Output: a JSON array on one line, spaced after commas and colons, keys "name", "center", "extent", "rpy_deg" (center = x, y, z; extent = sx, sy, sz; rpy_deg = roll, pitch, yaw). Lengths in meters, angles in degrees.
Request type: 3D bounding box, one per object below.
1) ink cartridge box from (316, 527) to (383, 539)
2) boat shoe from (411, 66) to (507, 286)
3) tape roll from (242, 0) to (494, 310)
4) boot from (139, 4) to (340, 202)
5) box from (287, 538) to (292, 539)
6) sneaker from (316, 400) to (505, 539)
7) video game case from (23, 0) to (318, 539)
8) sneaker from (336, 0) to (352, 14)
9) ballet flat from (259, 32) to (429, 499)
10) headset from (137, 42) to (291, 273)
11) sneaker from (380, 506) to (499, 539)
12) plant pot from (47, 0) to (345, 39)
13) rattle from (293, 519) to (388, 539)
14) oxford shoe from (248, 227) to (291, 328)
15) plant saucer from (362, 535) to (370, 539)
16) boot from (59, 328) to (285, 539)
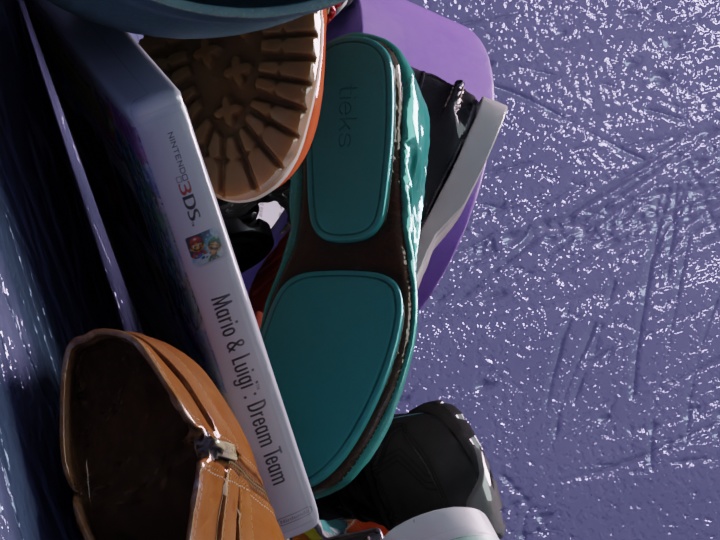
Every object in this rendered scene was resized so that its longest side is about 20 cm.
[{"name": "ink cartridge box", "center": [-0.002, 0.229, 1.220], "extent": [0.200, 0.084, 0.145], "rpy_deg": [69, 6, -69]}, {"name": "boat shoe", "center": [0.000, 0.000, 1.066], "extent": [0.074, 0.060, 0.200], "rpy_deg": [107, 9, -78]}, {"name": "tape roll", "center": [-0.016, -0.055, 1.292], "extent": [0.200, 0.085, 0.200], "rpy_deg": [-44, -145, 43]}, {"name": "boot", "center": [-0.036, -0.107, 0.962], "extent": [0.107, 0.075, 0.200], "rpy_deg": [47, 36, -58]}, {"name": "box", "center": [-0.046, 0.150, 0.981], "extent": [0.200, 0.049, 0.162], "rpy_deg": [-100, 177, -73]}, {"name": "sneaker", "center": [0.001, 0.100, 1.142], "extent": [0.200, 0.079, 0.076], "rpy_deg": [17, -55, 63]}, {"name": "video game case", "center": [-0.077, -0.016, 0.921], "extent": [0.200, 0.024, 0.182], "rpy_deg": [-131, -158, -61]}, {"name": "sneaker", "center": [-0.060, -0.175, 1.286], "extent": [0.200, 0.085, 0.075], "rpy_deg": [9, -48, 49]}, {"name": "ballet flat", "center": [-0.001, 0.003, 0.993], "extent": [0.070, 0.067, 0.201], "rpy_deg": [40, 54, -67]}, {"name": "headset", "center": [-0.070, -0.050, 1.133], "extent": [0.200, 0.094, 0.124], "rpy_deg": [-136, -150, -76]}, {"name": "sneaker", "center": [0.058, 0.191, 1.016], "extent": [0.200, 0.074, 0.118], "rpy_deg": [61, 9, -60]}, {"name": "plant pot", "center": [-0.072, -0.169, 0.843], "extent": [0.134, 0.200, 0.201], "rpy_deg": [-23, -100, 65]}, {"name": "rattle", "center": [-0.019, 0.164, 1.302], "extent": [0.143, 0.130, 0.200], "rpy_deg": [-60, -163, 7]}, {"name": "oxford shoe", "center": [-0.015, 0.021, 1.133], "extent": [0.073, 0.200, 0.071], "rpy_deg": [39, -30, -10]}, {"name": "plant saucer", "center": [0.008, 0.214, 1.012], "extent": [0.200, 0.032, 0.201], "rpy_deg": [170, -90, -89]}, {"name": "boot", "center": [-0.048, 0.114, 0.775], "extent": [0.200, 0.074, 0.155], "rpy_deg": [63, -3, 11]}]
